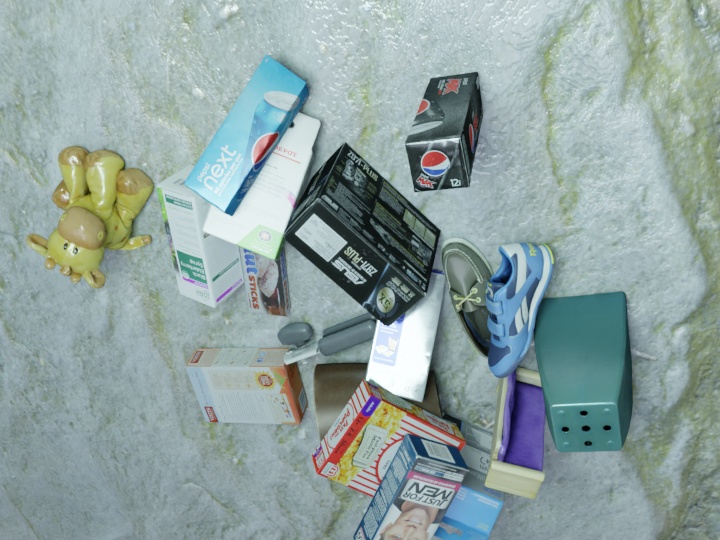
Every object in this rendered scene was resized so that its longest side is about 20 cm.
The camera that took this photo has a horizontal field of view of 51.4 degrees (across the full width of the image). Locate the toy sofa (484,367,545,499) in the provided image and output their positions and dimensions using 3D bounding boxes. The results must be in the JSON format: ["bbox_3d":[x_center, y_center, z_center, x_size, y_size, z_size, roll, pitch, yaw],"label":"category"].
[{"bbox_3d":[0.249,0.237,1.164,0.080,0.202,0.099,13,133,6],"label":"toy sofa"}]

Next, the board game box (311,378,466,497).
[{"bbox_3d":[0.045,0.277,1.162,0.197,0.046,0.153,29,103,-26],"label":"board game box"}]

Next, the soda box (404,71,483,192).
[{"bbox_3d":[0.106,-0.173,0.915,0.069,0.202,0.065,-4,123,17],"label":"soda box"}]

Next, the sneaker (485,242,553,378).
[{"bbox_3d":[0.212,0.054,1.086,0.080,0.074,0.206,11,99,-17],"label":"sneaker"}]

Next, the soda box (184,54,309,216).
[{"bbox_3d":[-0.149,-0.178,1.000,0.067,0.064,0.203,33,90,0],"label":"soda box"}]

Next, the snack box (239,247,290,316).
[{"bbox_3d":[-0.157,-0.015,1.213,0.070,0.025,0.204,7,126,13],"label":"snack box"}]

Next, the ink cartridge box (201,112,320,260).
[{"bbox_3d":[-0.136,-0.130,1.065,0.114,0.067,0.205,20,90,0],"label":"ink cartridge box"}]

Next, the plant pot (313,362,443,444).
[{"bbox_3d":[0.036,0.232,1.253,0.194,0.189,0.191,-12,122,6],"label":"plant pot"}]

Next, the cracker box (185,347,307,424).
[{"bbox_3d":[-0.205,0.210,1.364,0.194,0.058,0.137,-2,123,16],"label":"cracker box"}]

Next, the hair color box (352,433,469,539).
[{"bbox_3d":[0.075,0.359,1.146,0.098,0.061,0.204,18,108,-22],"label":"hair color box"}]

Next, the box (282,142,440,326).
[{"bbox_3d":[0.007,-0.052,1.052,0.199,0.165,0.086,40,125,-15],"label":"box"}]

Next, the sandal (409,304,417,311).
[{"bbox_3d":[0.003,-0.003,1.142,0.201,0.082,0.050,39,129,7],"label":"sandal"}]

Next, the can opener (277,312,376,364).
[{"bbox_3d":[-0.056,0.110,1.254,0.196,0.053,0.067,-18,118,26],"label":"can opener"}]

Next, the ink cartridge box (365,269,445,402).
[{"bbox_3d":[0.071,0.094,1.175,0.097,0.039,0.206,12,89,8],"label":"ink cartridge box"}]

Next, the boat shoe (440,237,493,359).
[{"bbox_3d":[0.173,0.045,1.137,0.070,0.061,0.205,-15,119,24],"label":"boat shoe"}]

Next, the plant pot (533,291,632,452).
[{"bbox_3d":[0.324,0.156,1.085,0.137,0.202,0.144,-6,124,19],"label":"plant pot"}]

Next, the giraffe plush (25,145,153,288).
[{"bbox_3d":[-0.428,-0.068,1.165,0.167,0.164,0.204,10,126,8],"label":"giraffe plush"}]

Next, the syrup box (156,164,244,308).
[{"bbox_3d":[-0.246,-0.051,1.167,0.077,0.081,0.204,18,129,27],"label":"syrup box"}]

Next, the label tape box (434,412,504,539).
[{"bbox_3d":[0.171,0.356,1.268,0.141,0.202,0.064,22,129,-2],"label":"label tape box"}]
